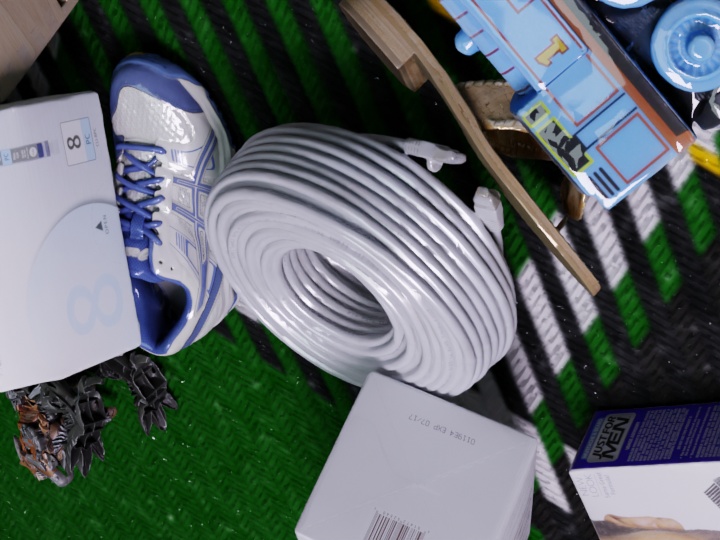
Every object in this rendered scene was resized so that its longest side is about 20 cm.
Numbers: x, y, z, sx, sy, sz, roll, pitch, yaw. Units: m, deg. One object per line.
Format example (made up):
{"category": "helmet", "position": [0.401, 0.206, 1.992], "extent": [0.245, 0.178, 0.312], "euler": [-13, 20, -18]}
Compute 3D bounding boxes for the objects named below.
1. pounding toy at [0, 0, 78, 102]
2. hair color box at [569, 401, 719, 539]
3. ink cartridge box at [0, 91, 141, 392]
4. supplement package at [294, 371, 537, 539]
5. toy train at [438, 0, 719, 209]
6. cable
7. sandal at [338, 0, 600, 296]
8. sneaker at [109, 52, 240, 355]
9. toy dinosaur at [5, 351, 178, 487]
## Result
{"category": "pounding toy", "position": [-0.300, -0.213, 0.883], "extent": [0.199, 0.143, 0.185], "euler": [2, 137, 30]}
{"category": "hair color box", "position": [0.238, 0.136, 0.872], "extent": [0.199, 0.065, 0.110], "euler": [-8, 120, 36]}
{"category": "ink cartridge box", "position": [-0.213, -0.009, 0.829], "extent": [0.047, 0.200, 0.161], "euler": [-1, 103, 31]}
{"category": "supplement package", "position": [0.041, 0.166, 0.925], "extent": [0.113, 0.110, 0.200], "euler": [21, 158, 15]}
{"category": "toy train", "position": [0.101, -0.132, 0.711], "extent": [0.114, 0.087, 0.200], "euler": [-40, 101, 15]}
{"category": "cable", "position": [0.000, 0.000, 0.866], "extent": [0.199, 0.069, 0.201], "euler": [16, 146, 34]}
{"category": "sandal", "position": [0.081, -0.089, 0.790], "extent": [0.070, 0.078, 0.212], "euler": [-41, 82, 3]}
{"category": "sneaker", "position": [-0.124, -0.036, 0.931], "extent": [0.075, 0.088, 0.201], "euler": [6, 125, 28]}
{"category": "toy dinosaur", "position": [-0.223, 0.081, 1.079], "extent": [0.135, 0.102, 0.201], "euler": [26, 146, 30]}
